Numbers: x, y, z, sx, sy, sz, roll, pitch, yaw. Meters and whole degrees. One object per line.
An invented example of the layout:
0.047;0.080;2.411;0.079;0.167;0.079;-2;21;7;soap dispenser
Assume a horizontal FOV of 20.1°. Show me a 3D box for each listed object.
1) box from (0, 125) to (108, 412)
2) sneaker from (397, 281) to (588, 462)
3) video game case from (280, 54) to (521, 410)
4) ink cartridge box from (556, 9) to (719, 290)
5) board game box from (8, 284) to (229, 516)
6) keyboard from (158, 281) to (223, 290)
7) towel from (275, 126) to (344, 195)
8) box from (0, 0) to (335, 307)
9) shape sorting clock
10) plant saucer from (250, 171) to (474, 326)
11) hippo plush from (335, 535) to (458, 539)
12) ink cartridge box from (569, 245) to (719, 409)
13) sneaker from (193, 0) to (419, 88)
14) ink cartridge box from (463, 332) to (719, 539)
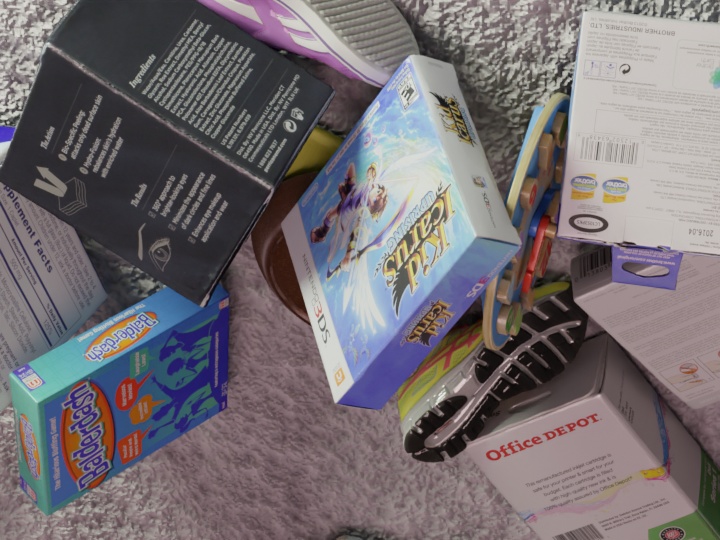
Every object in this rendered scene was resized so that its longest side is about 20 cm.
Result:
-0.335;0.007;1.679;0.105;0.200;0.184;9;135;37;box
0.103;0.068;1.713;0.200;0.090;0.078;-39;126;12;sneaker
0.024;-0.027;1.513;0.045;0.182;0.200;10;135;-33;video game case
0.218;-0.085;1.492;0.136;0.076;0.201;7;96;10;ink cartridge box
-0.203;0.104;1.740;0.045;0.200;0.152;41;146;30;board game box
-0.160;-0.040;1.731;0.056;0.011;0.200;-1;129;15;keyboard
-0.002;-0.065;1.667;0.200;0.018;0.086;26;127;-7;towel
-0.153;-0.105;1.561;0.200;0.118;0.197;32;145;-4;box
0.130;-0.036;1.535;0.039;0.200;0.200;17;132;9;shape sorting clock
0.000;0.000;1.688;0.200;0.035;0.201;11;139;9;plant saucer
0.025;0.348;1.949;0.200;0.159;0.161;-32;147;-12;hippo plush
0.292;0.027;1.663;0.162;0.050;0.200;-24;138;29;ink cartridge box
-0.055;-0.190;1.550;0.200;0.073;0.114;35;140;-12;sneaker
0.204;0.167;1.760;0.145;0.084;0.200;-25;120;30;ink cartridge box
